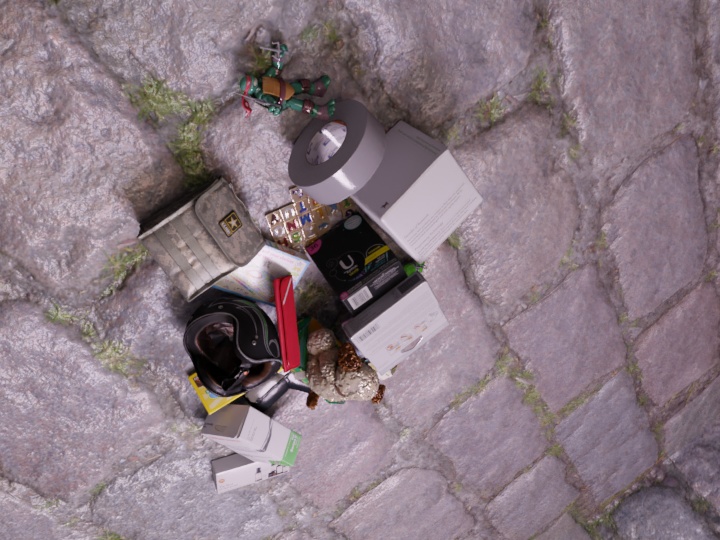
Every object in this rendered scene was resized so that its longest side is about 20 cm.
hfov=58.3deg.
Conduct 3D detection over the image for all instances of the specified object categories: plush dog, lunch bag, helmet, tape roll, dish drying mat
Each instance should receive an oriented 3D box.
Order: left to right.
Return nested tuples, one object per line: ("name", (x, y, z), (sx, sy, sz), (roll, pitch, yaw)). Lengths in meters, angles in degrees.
("lunch bag", (-0.300, -0.067, 1.254), (0.199, 0.118, 0.165), (-34, 113, -3))
("helmet", (-0.275, 0.152, 1.386), (0.199, 0.191, 0.200), (-26, 156, -12))
("dish drying mat", (-0.157, 0.114, 1.399), (0.018, 0.077, 0.202), (-4, 95, 19))
("tape roll", (-0.047, -0.229, 1.250), (0.200, 0.200, 0.066), (-47, 131, 7))
("plush dog", (-0.035, 0.240, 1.443), (0.200, 0.171, 0.161), (49, 53, -30))

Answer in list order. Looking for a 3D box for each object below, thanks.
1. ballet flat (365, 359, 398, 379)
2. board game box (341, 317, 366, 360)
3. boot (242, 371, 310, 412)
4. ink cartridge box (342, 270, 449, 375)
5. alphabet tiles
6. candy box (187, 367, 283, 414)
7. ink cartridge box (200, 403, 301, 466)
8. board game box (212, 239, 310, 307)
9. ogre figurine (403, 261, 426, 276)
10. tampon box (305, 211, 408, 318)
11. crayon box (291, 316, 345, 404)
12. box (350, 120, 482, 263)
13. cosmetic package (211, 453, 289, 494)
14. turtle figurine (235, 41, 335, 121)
("ballet flat", (0.057, 0.244, 1.639), (0.071, 0.071, 0.200), (-52, 167, 11))
("board game box", (0.063, 0.128, 1.517), (0.198, 0.041, 0.200), (-27, 155, -6))
("boot", (-0.191, 0.290, 1.591), (0.168, 0.076, 0.200), (-42, 124, -3))
("ink cartridge box", (0.082, 0.117, 1.394), (0.199, 0.044, 0.174), (-37, 138, -2))
("alphabet tiles", (-0.105, -0.120, 1.417), (0.199, 0.008, 0.168), (-25, 129, -13))
("candy box", (-0.289, 0.239, 1.505), (0.199, 0.026, 0.103), (-31, 93, -7))
("ink cartridge box", (-0.264, 0.400, 1.573), (0.200, 0.145, 0.085), (44, 54, -40))
("board game box", (-0.226, -0.003, 1.405), (0.199, 0.034, 0.135), (22, 110, -35))
("ogre figurine", (0.081, 0.064, 1.587), (0.119, 0.099, 0.200), (5, 136, -50))
("tampon box", (0.000, 0.000, 1.420), (0.149, 0.200, 0.127), (-35, 136, -4))
("crayon box", (-0.095, 0.218, 1.552), (0.200, 0.058, 0.119), (46, 53, -31))
("box", (0.105, -0.169, 1.371), (0.200, 0.199, 0.171), (-46, 130, 2))
("cosmetic package", (-0.288, 0.520, 1.709), (0.198, 0.051, 0.083), (-12, 124, -22))
("turtle figurine", (-0.148, -0.339, 1.195), (0.199, 0.100, 0.151), (5, 77, -32))
